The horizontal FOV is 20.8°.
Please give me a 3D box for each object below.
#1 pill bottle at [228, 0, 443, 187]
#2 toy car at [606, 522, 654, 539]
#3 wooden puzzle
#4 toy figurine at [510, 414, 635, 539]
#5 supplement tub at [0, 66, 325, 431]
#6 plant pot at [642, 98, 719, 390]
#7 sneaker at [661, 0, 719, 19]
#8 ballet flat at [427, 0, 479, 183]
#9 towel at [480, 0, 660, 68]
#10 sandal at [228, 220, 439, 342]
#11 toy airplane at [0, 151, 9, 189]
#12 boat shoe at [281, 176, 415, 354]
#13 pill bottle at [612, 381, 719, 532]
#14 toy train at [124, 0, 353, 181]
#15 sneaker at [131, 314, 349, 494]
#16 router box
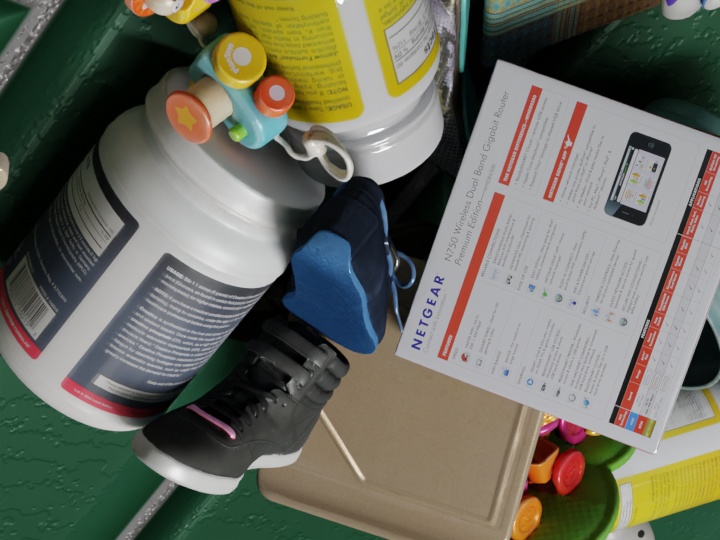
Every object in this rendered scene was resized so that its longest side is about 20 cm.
[{"bbox_3d":[-0.017,-0.153,1.137,0.113,0.115,0.201,-22,131,-7],"label":"pill bottle"},{"bbox_3d":[0.196,0.248,1.695,0.200,0.184,0.178,-47,157,-26],"label":"toy car"},{"bbox_3d":[0.033,0.088,1.334,0.183,0.037,0.202,17,114,7],"label":"wooden puzzle"},{"bbox_3d":[0.118,0.091,1.416,0.200,0.149,0.185,-38,132,-32],"label":"toy figurine"},{"bbox_3d":[-0.128,-0.012,1.222,0.140,0.141,0.200,19,122,-41],"label":"supplement tub"},{"bbox_3d":[0.209,-0.033,1.375,0.134,0.199,0.201,-48,144,-19],"label":"plant pot"},{"bbox_3d":[0.212,-0.215,1.208,0.199,0.080,0.147,-17,134,-51],"label":"sneaker"},{"bbox_3d":[0.044,-0.128,1.268,0.071,0.072,0.201,-20,139,-9],"label":"ballet flat"},{"bbox_3d":[0.141,-0.228,1.230,0.146,0.022,0.201,-21,141,-21],"label":"towel"},{"bbox_3d":[-0.033,-0.004,1.352,0.198,0.055,0.082,-13,123,-20],"label":"sandal"},{"bbox_3d":[-0.322,-0.072,1.073,0.198,0.143,0.199,-6,165,37],"label":"toy airplane"},{"bbox_3d":[0.000,0.000,1.206,0.069,0.084,0.200,-62,180,-15],"label":"boat shoe"},{"bbox_3d":[0.251,0.145,1.627,0.198,0.112,0.113,-14,139,-16],"label":"pill bottle"},{"bbox_3d":[-0.077,-0.128,1.067,0.055,0.150,0.201,-37,130,-22],"label":"toy train"},{"bbox_3d":[-0.073,0.078,1.242,0.100,0.070,0.200,-61,162,14],"label":"sneaker"},{"bbox_3d":[0.138,-0.011,1.242,0.049,0.178,0.202,-21,131,-79],"label":"router box"}]
